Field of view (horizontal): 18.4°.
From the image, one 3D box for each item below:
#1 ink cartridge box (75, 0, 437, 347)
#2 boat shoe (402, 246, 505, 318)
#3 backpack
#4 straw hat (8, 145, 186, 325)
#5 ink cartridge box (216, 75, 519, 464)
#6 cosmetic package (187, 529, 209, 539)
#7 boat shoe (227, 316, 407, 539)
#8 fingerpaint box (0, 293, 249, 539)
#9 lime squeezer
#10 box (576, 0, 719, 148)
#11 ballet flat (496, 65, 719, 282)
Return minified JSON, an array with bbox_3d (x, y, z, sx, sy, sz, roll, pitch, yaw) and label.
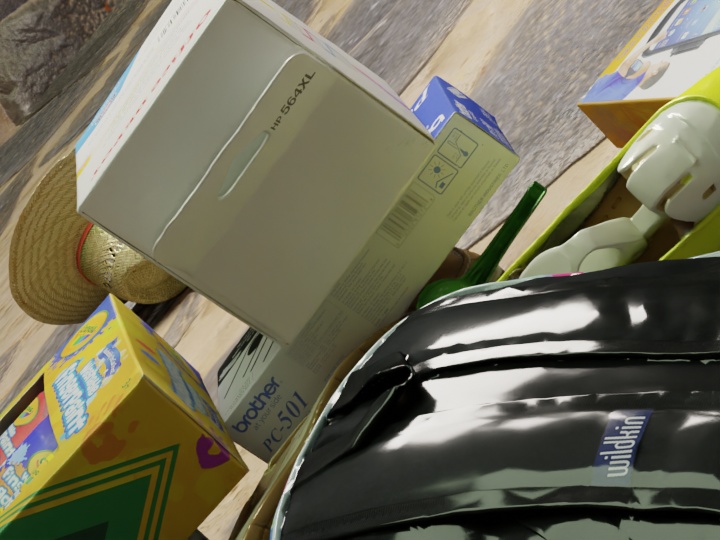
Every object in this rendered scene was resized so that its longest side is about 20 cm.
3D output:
[{"bbox_3d":[-0.057,-0.061,1.105,0.129,0.125,0.200,-54,14,8],"label":"ink cartridge box"},{"bbox_3d":[0.005,0.008,1.232,0.072,0.076,0.200,-51,18,-23],"label":"boat shoe"},{"bbox_3d":[0.080,0.081,0.681,0.199,0.151,0.178,-1,40,28],"label":"backpack"},{"bbox_3d":[-0.169,-0.020,1.717,0.085,0.201,0.201,32,75,31],"label":"straw hat"},{"bbox_3d":[0.000,0.000,1.132,0.200,0.044,0.094,-53,13,10],"label":"ink cartridge box"},{"bbox_3d":[-0.139,0.220,1.081,0.113,0.081,0.200,-24,28,56],"label":"cosmetic package"},{"bbox_3d":[-0.011,0.098,1.060,0.200,0.074,0.069,-48,4,-39],"label":"boat shoe"},{"bbox_3d":[-0.147,0.110,1.091,0.167,0.073,0.200,-47,15,1],"label":"fingerpaint box"},{"bbox_3d":[0.043,0.014,1.057,0.200,0.038,0.071,-46,-28,-63],"label":"lime squeezer"},{"bbox_3d":[0.196,-0.117,1.115,0.119,0.041,0.200,-50,14,-11],"label":"box"},{"bbox_3d":[0.125,-0.022,1.005,0.200,0.067,0.067,-45,-23,19],"label":"ballet flat"}]
